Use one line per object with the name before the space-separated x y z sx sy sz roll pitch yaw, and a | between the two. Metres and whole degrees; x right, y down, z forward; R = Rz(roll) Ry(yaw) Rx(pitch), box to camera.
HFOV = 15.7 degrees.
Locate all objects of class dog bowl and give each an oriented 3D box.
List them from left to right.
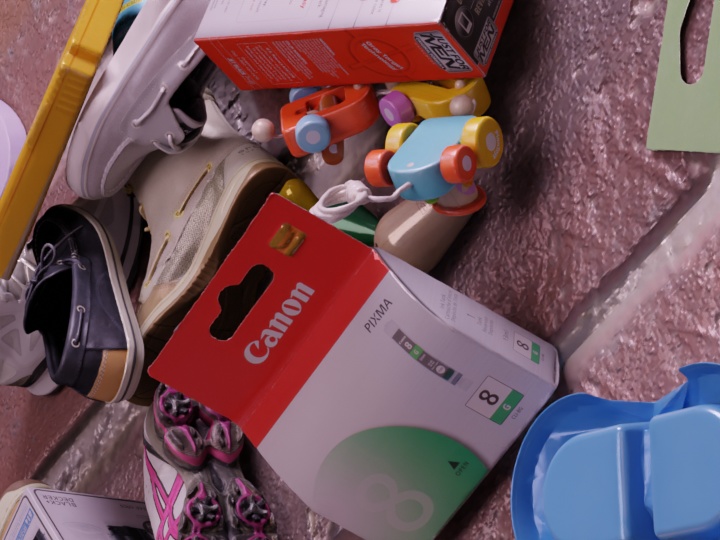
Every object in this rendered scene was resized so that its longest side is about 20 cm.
dog bowl | 0.166 0.117 1.432 0.199 0.049 0.112 -19 67 49

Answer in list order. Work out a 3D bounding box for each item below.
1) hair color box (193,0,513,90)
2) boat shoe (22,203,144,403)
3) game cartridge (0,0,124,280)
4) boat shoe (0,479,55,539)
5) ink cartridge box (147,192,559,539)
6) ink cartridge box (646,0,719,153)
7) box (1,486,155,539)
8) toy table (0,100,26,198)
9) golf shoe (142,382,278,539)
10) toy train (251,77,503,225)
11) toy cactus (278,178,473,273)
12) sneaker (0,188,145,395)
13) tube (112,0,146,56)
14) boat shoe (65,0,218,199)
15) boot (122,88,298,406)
hair color box | 0.000 -0.173 1.644 0.199 0.061 0.102 0 58 40
boat shoe | -0.202 0.017 1.805 0.075 0.062 0.200 -67 29 29
game cartridge | -0.212 -0.119 1.850 0.177 0.032 0.201 -78 11 -54
boat shoe | -0.257 0.257 1.915 0.076 0.071 0.201 24 100 49
ink cartridge box | -0.007 0.066 1.549 0.161 0.199 0.050 -53 17 29
ink cartridge box | 0.222 -0.134 1.425 0.199 0.048 0.147 7 88 50
box | -0.153 0.233 1.753 0.200 0.116 0.060 48 118 45
toy table | -0.365 -0.088 2.099 0.199 0.117 0.185 -13 72 48
golf shoe | -0.103 0.169 1.752 0.092 0.072 0.201 116 149 -48
toy train | 0.017 -0.071 1.609 0.149 0.056 0.200 -23 27 2
toy cactus | 0.000 0.000 1.649 0.165 0.102 0.201 -45 40 23
sneaker | -0.241 0.005 1.919 0.201 0.115 0.076 -59 42 23
tube | -0.160 -0.204 1.930 0.077 0.050 0.201 -30 54 36
boat shoe | -0.133 -0.117 1.767 0.068 0.072 0.201 39 114 13
boot | -0.132 -0.021 1.824 0.201 0.072 0.155 -60 42 16
